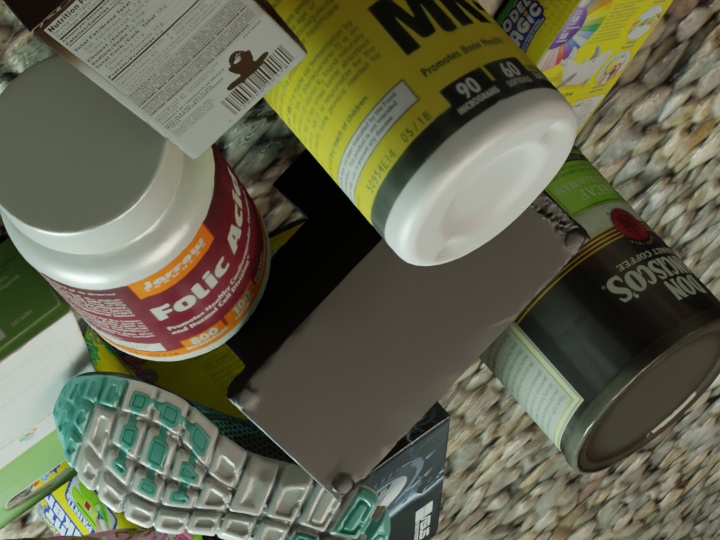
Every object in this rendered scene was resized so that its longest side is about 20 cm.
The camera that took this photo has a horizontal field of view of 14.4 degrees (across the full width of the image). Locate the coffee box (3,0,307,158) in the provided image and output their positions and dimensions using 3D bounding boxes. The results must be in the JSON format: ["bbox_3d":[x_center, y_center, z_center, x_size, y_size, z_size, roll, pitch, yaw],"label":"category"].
[{"bbox_3d":[-0.113,-0.140,1.276,0.080,0.114,0.200,-42,158,4],"label":"coffee box"}]

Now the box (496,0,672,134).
[{"bbox_3d":[0.134,-0.153,1.769,0.117,0.048,0.200,-15,149,-48],"label":"box"}]

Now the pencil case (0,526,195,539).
[{"bbox_3d":[-0.189,0.191,1.690,0.199,0.083,0.086,-3,-177,21],"label":"pencil case"}]

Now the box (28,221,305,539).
[{"bbox_3d":[-0.079,0.095,1.780,0.200,0.122,0.193,-26,154,-36],"label":"box"}]

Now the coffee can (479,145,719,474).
[{"bbox_3d":[0.133,0.013,1.875,0.146,0.200,0.147,-35,158,-16],"label":"coffee can"}]

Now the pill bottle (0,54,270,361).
[{"bbox_3d":[-0.120,-0.033,1.468,0.114,0.114,0.200,-40,160,-3],"label":"pill bottle"}]

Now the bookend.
[{"bbox_3d":[0.000,0.000,1.597,0.200,0.092,0.199,-47,-157,-2],"label":"bookend"}]

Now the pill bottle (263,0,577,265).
[{"bbox_3d":[0.005,-0.109,1.416,0.114,0.200,0.114,-35,159,-16],"label":"pill bottle"}]

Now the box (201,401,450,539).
[{"bbox_3d":[-0.022,0.158,1.773,0.160,0.044,0.200,-34,159,-17],"label":"box"}]

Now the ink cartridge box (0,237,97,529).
[{"bbox_3d":[-0.204,0.070,1.601,0.104,0.059,0.200,-36,158,-11],"label":"ink cartridge box"}]

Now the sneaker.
[{"bbox_3d":[-0.081,0.112,1.598,0.078,0.199,0.091,-61,-171,9],"label":"sneaker"}]
